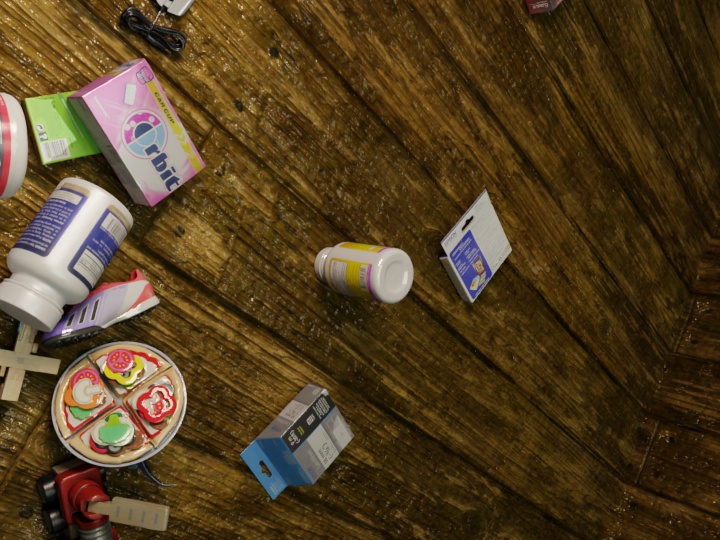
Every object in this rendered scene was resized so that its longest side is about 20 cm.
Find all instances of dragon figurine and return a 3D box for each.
[{"bbox_3d":[-0.365,0.261,1.096,0.059,0.200,0.100,-27,147,-19],"label":"dragon figurine"}]

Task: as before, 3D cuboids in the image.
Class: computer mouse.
[{"bbox_3d":[-0.297,-0.454,1.109,0.109,0.044,0.201,28,78,-40],"label":"computer mouse"}]

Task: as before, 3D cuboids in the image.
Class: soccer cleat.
[{"bbox_3d":[-0.407,0.060,1.070,0.200,0.068,0.073,-28,93,-48],"label":"soccer cleat"}]

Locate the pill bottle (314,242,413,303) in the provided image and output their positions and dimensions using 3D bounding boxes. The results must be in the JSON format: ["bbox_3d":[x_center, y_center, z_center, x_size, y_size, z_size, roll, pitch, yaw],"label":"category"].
[{"bbox_3d":[0.000,0.000,1.342,0.104,0.199,0.105,-8,103,-41],"label":"pill bottle"}]

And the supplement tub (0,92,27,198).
[{"bbox_3d":[-0.540,-0.164,0.871,0.199,0.140,0.141,-2,98,-41],"label":"supplement tub"}]

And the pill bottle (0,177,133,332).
[{"bbox_3d":[-0.427,-0.021,0.991,0.120,0.119,0.201,46,58,-36],"label":"pill bottle"}]

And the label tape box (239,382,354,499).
[{"bbox_3d":[-0.120,0.348,1.380,0.200,0.063,0.145,-45,123,-28],"label":"label tape box"}]

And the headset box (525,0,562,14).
[{"bbox_3d":[0.464,-0.751,1.726,0.149,0.075,0.200,-47,124,-26],"label":"headset box"}]

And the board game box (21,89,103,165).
[{"bbox_3d":[-0.402,-0.230,1.061,0.199,0.030,0.096,-22,112,-35],"label":"board game box"}]

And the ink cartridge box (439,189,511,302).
[{"bbox_3d":[0.275,-0.060,1.688,0.198,0.047,0.200,-48,123,-24],"label":"ink cartridge box"}]

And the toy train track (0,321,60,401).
[{"bbox_3d":[-0.497,0.090,1.025,0.114,0.032,0.201,21,75,-42],"label":"toy train track"}]

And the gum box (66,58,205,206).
[{"bbox_3d":[-0.336,-0.205,1.064,0.113,0.066,0.201,-42,124,-27],"label":"gum box"}]

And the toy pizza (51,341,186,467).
[{"bbox_3d":[-0.371,0.200,1.070,0.199,0.032,0.201,6,61,-11],"label":"toy pizza"}]

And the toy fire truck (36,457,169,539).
[{"bbox_3d":[-0.386,0.390,1.055,0.128,0.200,0.177,-15,106,-39],"label":"toy fire truck"}]
